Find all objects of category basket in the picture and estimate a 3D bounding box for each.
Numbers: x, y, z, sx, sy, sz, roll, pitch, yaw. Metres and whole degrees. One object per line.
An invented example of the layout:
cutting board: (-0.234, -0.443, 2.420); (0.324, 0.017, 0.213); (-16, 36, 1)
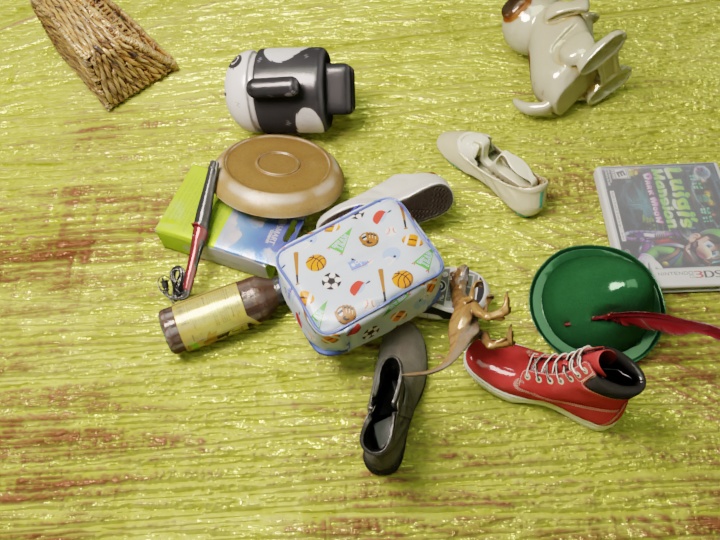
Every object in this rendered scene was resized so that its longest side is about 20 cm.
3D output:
basket: (-0.421, -0.396, 1.080); (0.148, 0.144, 0.200); (-37, 65, -17)

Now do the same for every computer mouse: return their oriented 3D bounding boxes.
computer mouse: (0.071, 0.030, 0.874); (0.195, 0.044, 0.111); (9, 54, 13)

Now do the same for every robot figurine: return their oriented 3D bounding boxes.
robot figurine: (-0.107, -0.274, 0.997); (0.195, 0.151, 0.128); (0, 64, 7)

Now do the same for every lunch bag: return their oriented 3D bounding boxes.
lunch bag: (0.000, 0.000, 0.821); (0.197, 0.076, 0.161); (-26, 58, -16)

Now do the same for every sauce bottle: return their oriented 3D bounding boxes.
sauce bottle: (-0.159, 0.047, 0.860); (0.196, 0.065, 0.066); (-20, 61, -8)

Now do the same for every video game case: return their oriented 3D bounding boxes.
video game case: (0.434, -0.064, 0.921); (0.177, 0.024, 0.204); (-2, 60, 1)

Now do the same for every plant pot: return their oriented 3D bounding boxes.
plant pot: (-0.118, -0.145, 0.950); (0.195, 0.028, 0.202); (5, 40, -4)

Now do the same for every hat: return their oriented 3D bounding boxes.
hat: (0.306, 0.015, 0.779); (0.195, 0.177, 0.169); (10, 70, 13)

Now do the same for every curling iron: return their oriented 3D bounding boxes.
curling iron: (-0.225, -0.053, 0.888); (0.048, 0.026, 0.205); (14, 82, 9)

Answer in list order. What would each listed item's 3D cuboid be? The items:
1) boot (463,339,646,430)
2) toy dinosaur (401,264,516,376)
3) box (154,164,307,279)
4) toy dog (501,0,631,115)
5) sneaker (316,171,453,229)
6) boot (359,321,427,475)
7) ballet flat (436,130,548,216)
boot: (0.218, 0.108, 0.763); (0.196, 0.145, 0.073); (19, 64, 14)
toy dinosaur: (0.124, 0.071, 0.773); (0.104, 0.061, 0.201); (-6, 33, 22)
box: (-0.174, -0.068, 0.936); (0.196, 0.048, 0.124); (17, 63, 12)
toy dog: (0.304, -0.353, 1.045); (0.193, 0.138, 0.202); (-40, 61, 22)
sneaker: (0.031, -0.087, 0.940); (0.195, 0.074, 0.085); (-17, 29, 0)
boot: (0.042, 0.129, 0.766); (0.066, 0.132, 0.204); (8, 60, 7)
ballet flat: (0.192, -0.160, 0.963); (0.069, 0.070, 0.199); (-40, 66, -19)
